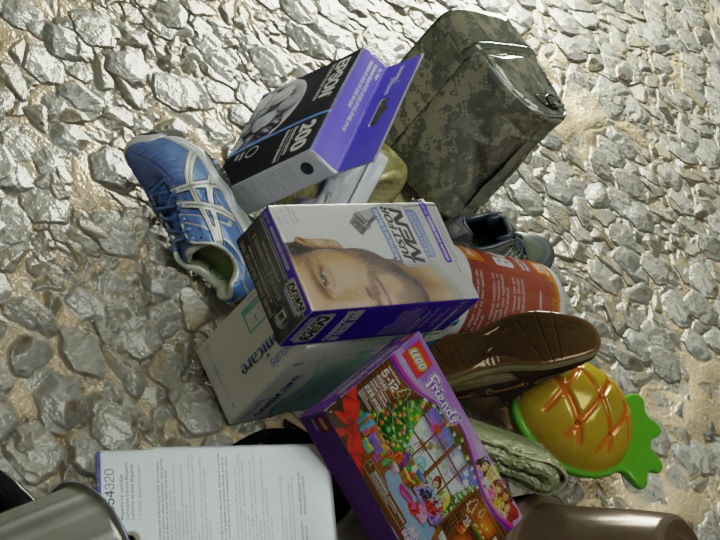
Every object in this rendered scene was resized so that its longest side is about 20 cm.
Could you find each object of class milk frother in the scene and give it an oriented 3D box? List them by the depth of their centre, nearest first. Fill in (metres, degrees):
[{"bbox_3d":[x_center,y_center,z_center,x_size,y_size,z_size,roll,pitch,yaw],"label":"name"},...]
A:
[{"bbox_3d":[-0.266,0.190,1.047,0.188,0.200,0.181,-18,67,-47],"label":"milk frother"}]

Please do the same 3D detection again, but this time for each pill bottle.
[{"bbox_3d":[0.111,0.031,1.552,0.200,0.112,0.112,12,52,-34],"label":"pill bottle"}]

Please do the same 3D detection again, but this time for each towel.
[{"bbox_3d":[0.095,0.163,1.405,0.200,0.037,0.148,18,2,-3],"label":"towel"}]

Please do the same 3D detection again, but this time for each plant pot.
[{"bbox_3d":[0.221,0.296,1.344,0.200,0.174,0.200,29,53,-47],"label":"plant pot"}]

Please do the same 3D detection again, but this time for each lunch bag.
[{"bbox_3d":[0.123,-0.171,1.657,0.139,0.200,0.168,1,51,-49],"label":"lunch bag"}]

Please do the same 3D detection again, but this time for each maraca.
[{"bbox_3d":[0.242,0.162,1.559,0.200,0.107,0.137,22,55,-22],"label":"maraca"}]

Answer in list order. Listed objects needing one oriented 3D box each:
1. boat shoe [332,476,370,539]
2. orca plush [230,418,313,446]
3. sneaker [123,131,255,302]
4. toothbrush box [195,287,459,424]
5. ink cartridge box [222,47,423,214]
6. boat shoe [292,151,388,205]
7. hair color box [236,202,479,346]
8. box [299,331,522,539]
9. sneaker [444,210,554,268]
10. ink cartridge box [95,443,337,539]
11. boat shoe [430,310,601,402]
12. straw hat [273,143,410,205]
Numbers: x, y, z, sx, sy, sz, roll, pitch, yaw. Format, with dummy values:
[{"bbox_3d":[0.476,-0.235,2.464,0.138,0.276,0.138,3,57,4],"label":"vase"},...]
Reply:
[{"bbox_3d":[-0.025,0.235,1.318,0.200,0.060,0.074,-54,138,-44],"label":"boat shoe"},{"bbox_3d":[-0.083,0.185,1.299,0.200,0.071,0.105,-21,73,-47],"label":"orca plush"},{"bbox_3d":[-0.160,-0.053,1.421,0.200,0.076,0.077,46,37,2],"label":"sneaker"},{"bbox_3d":[-0.031,0.062,1.385,0.200,0.146,0.085,-9,64,-42],"label":"toothbrush box"},{"bbox_3d":[-0.047,-0.149,1.500,0.043,0.200,0.198,53,36,-25],"label":"ink cartridge box"},{"bbox_3d":[-0.045,-0.049,1.485,0.065,0.074,0.200,32,67,-7],"label":"boat shoe"},{"bbox_3d":[0.000,0.000,1.302,0.200,0.065,0.109,-5,61,-40],"label":"hair color box"},{"bbox_3d":[0.048,0.173,1.271,0.137,0.039,0.200,-38,102,-41],"label":"box"},{"bbox_3d":[0.157,-0.025,1.657,0.200,0.081,0.074,0,59,-43],"label":"sneaker"},{"bbox_3d":[-0.117,0.243,1.202,0.200,0.043,0.197,0,68,-13],"label":"ink cartridge box"},{"bbox_3d":[0.147,0.098,1.500,0.200,0.072,0.072,-13,48,-5],"label":"boat shoe"},{"bbox_3d":[0.003,-0.098,1.585,0.201,0.085,0.201,22,46,-26],"label":"straw hat"}]
